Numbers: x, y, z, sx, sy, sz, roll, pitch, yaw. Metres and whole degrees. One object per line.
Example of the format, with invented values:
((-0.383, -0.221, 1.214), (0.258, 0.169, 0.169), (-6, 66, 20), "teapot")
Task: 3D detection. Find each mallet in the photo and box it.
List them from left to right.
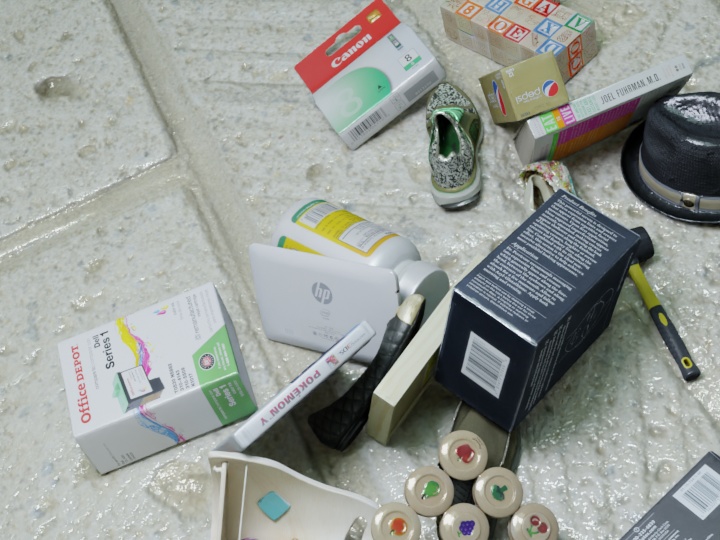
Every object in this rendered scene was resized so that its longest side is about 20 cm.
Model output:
((0.311, 0.039, 1.452), (0.065, 0.041, 0.201), (-15, 54, 3), "mallet")

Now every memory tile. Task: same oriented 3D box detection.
((0.119, 0.268, 1.278), (0.200, 0.017, 0.153), (45, 71, 7), "memory tile")

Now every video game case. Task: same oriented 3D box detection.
((-0.076, 0.134, 1.396), (0.182, 0.200, 0.023), (-40, 88, -19), "video game case")

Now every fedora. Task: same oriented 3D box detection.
((0.399, -0.150, 1.534), (0.199, 0.092, 0.202), (-8, 51, 10), "fedora")

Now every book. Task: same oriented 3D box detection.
((0.286, -0.187, 1.571), (0.199, 0.134, 0.048), (-23, 82, -3), "book")

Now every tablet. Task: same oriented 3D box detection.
((-0.037, 0.041, 1.482), (0.199, 0.131, 0.014), (11, 34, 31), "tablet")

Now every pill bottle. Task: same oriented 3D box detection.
((0.000, 0.000, 1.522), (0.199, 0.113, 0.113), (25, 63, 32), "pill bottle")

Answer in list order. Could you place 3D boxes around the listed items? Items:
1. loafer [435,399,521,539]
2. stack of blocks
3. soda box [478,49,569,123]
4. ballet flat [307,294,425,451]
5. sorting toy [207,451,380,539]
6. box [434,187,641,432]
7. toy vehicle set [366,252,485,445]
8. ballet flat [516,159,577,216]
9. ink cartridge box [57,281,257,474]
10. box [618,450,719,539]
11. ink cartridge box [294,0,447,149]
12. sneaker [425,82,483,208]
((0.120, 0.198, 1.358), (0.074, 0.070, 0.201), (1, 53, 17), "loafer")
((0.218, -0.329, 1.752), (0.115, 0.059, 0.199), (-43, 53, -18), "stack of blocks")
((0.194, -0.219, 1.593), (0.067, 0.065, 0.200), (-21, 5, 0), "soda box")
((0.008, 0.106, 1.413), (0.057, 0.066, 0.201), (36, 105, 12), "ballet flat")
((-0.069, 0.290, 1.322), (0.178, 0.107, 0.202), (4, 81, 2), "sorting toy")
((0.183, 0.039, 1.376), (0.107, 0.149, 0.200), (34, 53, 22), "box")
((0.076, 0.086, 1.424), (0.026, 0.125, 0.200), (33, 65, 12), "toy vehicle set")
((0.225, -0.054, 1.520), (0.063, 0.076, 0.201), (6, 39, -17), "ballet flat")
((-0.235, 0.122, 1.514), (0.198, 0.084, 0.145), (-22, 50, 0), "ink cartridge box")
((0.302, 0.291, 1.203), (0.200, 0.115, 0.132), (-39, 51, -17), "box")
((0.001, -0.276, 1.759), (0.161, 0.050, 0.201), (-38, 53, 5), "ink cartridge box")
((0.114, -0.176, 1.642), (0.076, 0.089, 0.201), (-10, 48, 7), "sneaker")
